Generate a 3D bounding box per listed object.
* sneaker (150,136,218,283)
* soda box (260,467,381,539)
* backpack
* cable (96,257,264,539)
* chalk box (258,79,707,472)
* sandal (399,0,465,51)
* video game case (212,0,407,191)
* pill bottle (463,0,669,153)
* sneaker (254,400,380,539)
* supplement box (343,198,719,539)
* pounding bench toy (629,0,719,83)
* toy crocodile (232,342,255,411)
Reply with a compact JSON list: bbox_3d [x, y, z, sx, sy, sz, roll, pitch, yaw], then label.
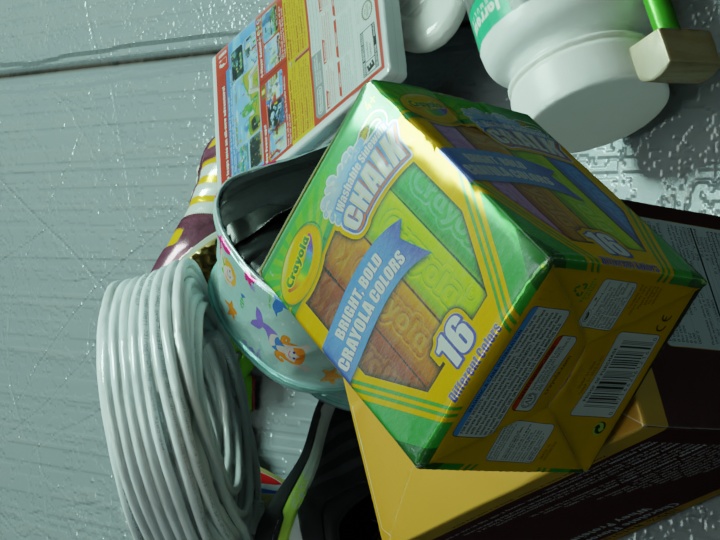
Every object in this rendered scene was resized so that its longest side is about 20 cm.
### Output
[{"bbox_3d":[-0.098,-0.046,1.357,0.200,0.075,0.090,-46,46,-3],"label":"sneaker"},{"bbox_3d":[-0.061,0.193,1.288,0.200,0.064,0.068,24,104,28],"label":"soda box"},{"bbox_3d":[0.000,0.000,1.185,0.178,0.200,0.151,49,140,36],"label":"backpack"},{"bbox_3d":[-0.118,0.096,1.187,0.069,0.200,0.200,-11,65,6],"label":"cable"},{"bbox_3d":[0.045,-0.009,0.898,0.200,0.124,0.125,47,118,39],"label":"chalk box"},{"bbox_3d":[0.032,-0.209,1.276,0.083,0.050,0.203,-51,38,12],"label":"sandal"},{"bbox_3d":[-0.040,-0.142,1.265,0.200,0.017,0.143,-36,48,41],"label":"video game case"},{"bbox_3d":[0.119,-0.183,1.138,0.113,0.113,0.200,-35,61,39],"label":"pill bottle"},{"bbox_3d":[0.002,0.144,1.218,0.083,0.072,0.200,5,48,26],"label":"sneaker"},{"bbox_3d":[0.132,0.066,1.034,0.197,0.200,0.133,-33,62,40],"label":"supplement box"},{"bbox_3d":[0.190,-0.228,1.059,0.200,0.124,0.156,-57,49,26],"label":"pounding bench toy"},{"bbox_3d":[-0.107,0.100,1.394,0.067,0.062,0.201,12,99,46],"label":"toy crocodile"}]
